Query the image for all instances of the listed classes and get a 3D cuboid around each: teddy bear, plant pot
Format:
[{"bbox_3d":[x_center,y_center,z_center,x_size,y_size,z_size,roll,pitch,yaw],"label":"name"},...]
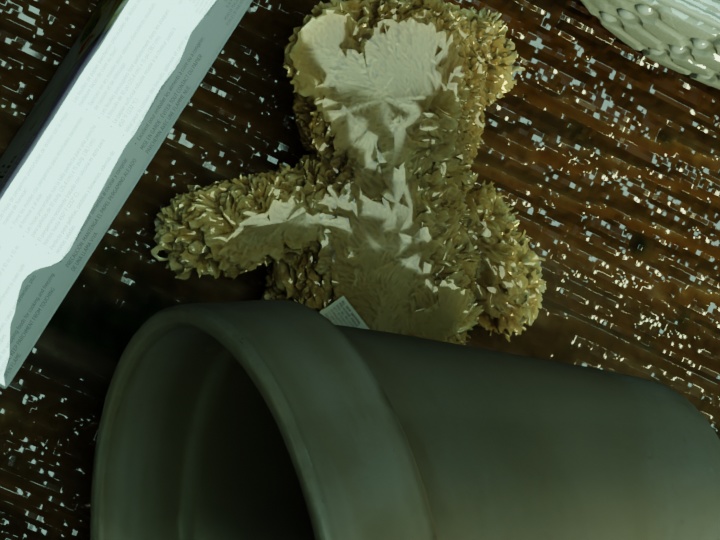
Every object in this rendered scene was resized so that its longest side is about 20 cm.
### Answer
[{"bbox_3d":[0.000,0.000,1.062,0.144,0.067,0.201,-15,105,-10],"label":"teddy bear"},{"bbox_3d":[0.026,0.103,0.976,0.173,0.200,0.201,-5,95,-27],"label":"plant pot"}]

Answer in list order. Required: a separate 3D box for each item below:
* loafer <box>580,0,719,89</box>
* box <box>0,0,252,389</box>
[{"bbox_3d":[0.166,-0.096,1.112,0.199,0.070,0.070,18,82,-28],"label":"loafer"},{"bbox_3d":[-0.088,-0.054,1.031,0.041,0.039,0.201,33,82,-18],"label":"box"}]
